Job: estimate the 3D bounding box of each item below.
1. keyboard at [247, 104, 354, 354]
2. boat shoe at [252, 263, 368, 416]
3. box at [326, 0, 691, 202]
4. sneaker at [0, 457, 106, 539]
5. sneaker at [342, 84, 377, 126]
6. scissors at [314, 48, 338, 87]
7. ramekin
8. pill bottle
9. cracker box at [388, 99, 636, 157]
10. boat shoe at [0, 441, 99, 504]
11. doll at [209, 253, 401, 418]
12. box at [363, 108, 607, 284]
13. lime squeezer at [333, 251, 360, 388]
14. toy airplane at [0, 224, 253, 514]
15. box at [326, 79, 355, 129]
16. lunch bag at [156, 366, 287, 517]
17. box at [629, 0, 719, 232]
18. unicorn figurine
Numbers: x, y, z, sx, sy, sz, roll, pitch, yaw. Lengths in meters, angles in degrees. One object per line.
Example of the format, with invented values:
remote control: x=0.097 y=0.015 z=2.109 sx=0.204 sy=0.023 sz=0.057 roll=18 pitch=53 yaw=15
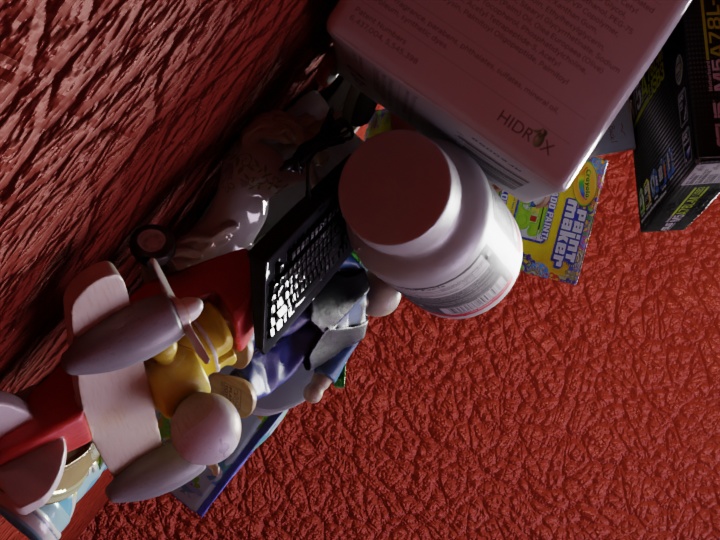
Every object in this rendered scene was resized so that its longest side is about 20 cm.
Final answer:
keyboard: x=-0.032 y=-0.038 z=0.805 sx=0.200 sy=0.020 sz=0.128 roll=-53 pitch=145 yaw=-59
boat shoe: x=-0.058 y=0.059 z=1.056 sx=0.202 sy=0.075 sz=0.086 roll=-53 pitch=-166 yaw=-32
box: x=0.100 y=-0.175 z=0.828 sx=0.172 sy=0.199 sz=0.199 roll=-55 pitch=180 yaw=2
sneaker: x=-0.245 y=0.154 z=0.949 sx=0.131 sy=0.079 sz=0.200 roll=-50 pitch=-171 yaw=-14
sneaker: x=0.063 y=-0.193 z=1.027 sx=0.201 sy=0.105 sz=0.075 roll=-57 pitch=-172 yaw=33
scissors: x=-0.009 y=-0.197 z=1.014 sx=0.074 sy=0.014 sz=0.200 roll=-59 pitch=-179 yaw=11
ramekin: x=-0.066 y=-0.055 z=1.043 sx=0.201 sy=0.097 sz=0.200 roll=-52 pitch=-179 yaw=1
pill bottle: x=0.052 y=-0.034 z=0.857 sx=0.111 sy=0.110 sz=0.200 roll=-51 pitch=158 yaw=1
cracker box: x=0.121 y=-0.151 z=0.962 sx=0.198 sy=0.136 sz=0.058 roll=-10 pitch=-173 yaw=2
boat shoe: x=-0.219 y=0.111 z=0.871 sx=0.067 sy=0.073 sz=0.200 roll=-62 pitch=-179 yaw=15
doll: x=-0.037 y=0.045 z=0.898 sx=0.199 sy=0.048 sz=0.138 roll=-29 pitch=126 yaw=-47
box: x=0.105 y=-0.077 z=1.119 sx=0.200 sy=0.190 sz=0.123 roll=-151 pitch=-105 yaw=-78
lime squeezer: x=0.000 y=0.000 z=1.016 sx=0.071 sy=0.037 sz=0.202 roll=33 pitch=-67 yaw=55
toy airplane: x=-0.142 y=0.080 z=0.719 sx=0.201 sy=0.140 sz=0.200 roll=-62 pitch=160 yaw=12
box: x=0.000 y=-0.185 z=1.190 sx=0.200 sy=0.041 sz=0.156 roll=-50 pitch=-177 yaw=13
lunch bag: x=-0.171 y=0.133 z=1.219 sx=0.201 sy=0.170 sz=0.127 roll=-52 pitch=177 yaw=-1
box: x=0.245 y=-0.147 z=0.881 sx=0.200 sy=0.047 sz=0.196 roll=80 pitch=6 yaw=-78
unicorn figurine: x=-0.088 y=-0.034 z=0.878 sx=0.136 sy=0.074 sz=0.202 roll=-2 pitch=110 yaw=-45
